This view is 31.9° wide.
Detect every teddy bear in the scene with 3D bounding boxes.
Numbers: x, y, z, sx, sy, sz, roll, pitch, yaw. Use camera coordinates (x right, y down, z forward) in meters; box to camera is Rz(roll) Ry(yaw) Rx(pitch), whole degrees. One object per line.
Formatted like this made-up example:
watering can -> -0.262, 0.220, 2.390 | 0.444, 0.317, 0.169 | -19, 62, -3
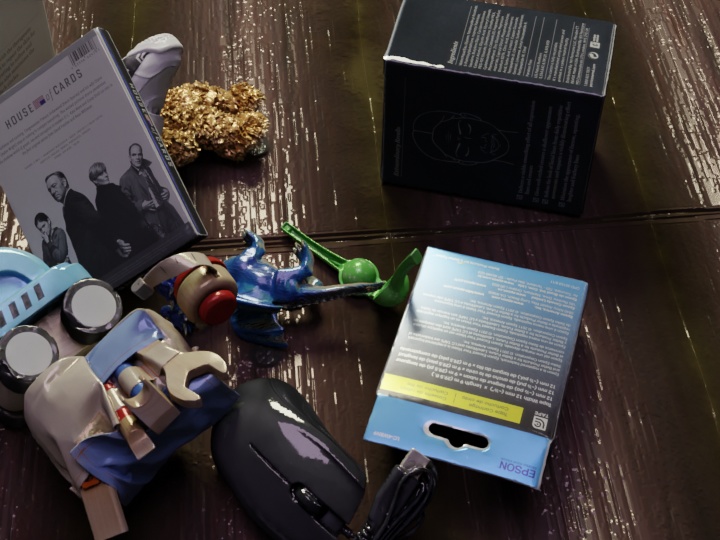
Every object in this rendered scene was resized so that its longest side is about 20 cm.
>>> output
teddy bear -> -0.184, -0.147, 1.211 | 0.197, 0.067, 0.146 | 6, 48, 4

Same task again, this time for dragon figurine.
dragon figurine -> -0.081, 0.025, 1.069 | 0.197, 0.059, 0.100 | 17, 53, 19

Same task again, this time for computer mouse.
computer mouse -> -0.048, 0.148, 0.939 | 0.199, 0.053, 0.139 | 37, 95, 33

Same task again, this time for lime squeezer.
lime squeezer -> 0.000, 0.000, 1.091 | 0.199, 0.070, 0.038 | 15, 72, 53

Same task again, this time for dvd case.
dvd case -> -0.235, -0.082, 1.077 | 0.149, 0.025, 0.202 | -29, 81, 16

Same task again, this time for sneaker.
sneaker -> -0.194, -0.103, 1.120 | 0.114, 0.075, 0.201 | 38, 98, 6

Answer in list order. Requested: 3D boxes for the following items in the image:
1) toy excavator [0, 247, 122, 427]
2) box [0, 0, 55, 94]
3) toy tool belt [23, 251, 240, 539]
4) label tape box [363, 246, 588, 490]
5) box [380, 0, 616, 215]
toy excavator -> -0.317, 0.030, 0.993 | 0.200, 0.100, 0.194 | 47, 58, 8
box -> -0.430, -0.215, 1.196 | 0.198, 0.173, 0.200 | 21, 52, 16
toy tool belt -> -0.147, 0.097, 0.939 | 0.200, 0.125, 0.123 | -43, 57, 0
label tape box -> 0.095, 0.086, 1.018 | 0.141, 0.067, 0.202 | 13, 53, 11
box -> 0.124, -0.154, 1.166 | 0.197, 0.150, 0.108 | 10, 49, 8
